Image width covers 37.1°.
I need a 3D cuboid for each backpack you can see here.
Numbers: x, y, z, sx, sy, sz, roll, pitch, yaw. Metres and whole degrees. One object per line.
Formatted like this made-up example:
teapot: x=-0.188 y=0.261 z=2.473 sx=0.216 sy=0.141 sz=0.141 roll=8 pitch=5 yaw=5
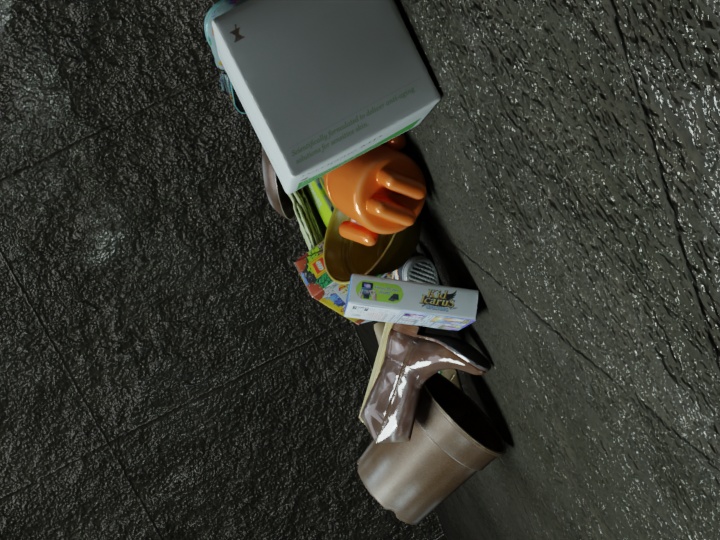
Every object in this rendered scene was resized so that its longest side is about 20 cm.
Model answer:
backpack: x=-0.199 y=-0.424 z=1.988 sx=0.154 sy=0.174 sz=0.201 roll=55 pitch=166 yaw=36

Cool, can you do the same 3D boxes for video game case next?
video game case: x=0.069 y=0.049 z=1.555 sx=0.200 sy=0.178 sz=0.046 roll=111 pitch=168 yaw=-82

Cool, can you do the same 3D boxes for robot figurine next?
robot figurine: x=0.017 y=-0.120 z=1.505 sx=0.200 sy=0.115 sz=0.146 roll=38 pitch=146 yaw=61

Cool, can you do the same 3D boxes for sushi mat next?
sushi mat: x=0.048 y=0.172 z=1.758 sx=0.095 sy=0.012 sz=0.203 roll=32 pitch=112 yaw=50

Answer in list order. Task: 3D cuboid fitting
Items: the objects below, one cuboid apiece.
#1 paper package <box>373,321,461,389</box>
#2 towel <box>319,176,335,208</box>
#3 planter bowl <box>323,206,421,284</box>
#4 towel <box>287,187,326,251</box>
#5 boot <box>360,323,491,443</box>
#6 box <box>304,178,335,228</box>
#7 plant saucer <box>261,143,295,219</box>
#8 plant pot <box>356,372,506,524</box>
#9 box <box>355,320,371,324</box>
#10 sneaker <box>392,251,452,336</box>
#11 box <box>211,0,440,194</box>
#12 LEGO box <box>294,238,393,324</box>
paper package: x=0.120 y=0.207 z=2.118 sx=0.192 sy=0.102 sz=0.201 roll=70 pitch=173 yaw=-45
towel: x=-0.061 y=-0.174 z=1.708 sx=0.087 sy=0.018 sz=0.201 roll=59 pitch=171 yaw=30
planter bowl: x=0.034 y=-0.060 z=1.631 sx=0.083 sy=0.202 sz=0.201 roll=25 pitch=-163 yaw=-32
towel: x=-0.085 y=-0.076 z=1.895 sx=0.200 sy=0.036 sz=0.150 roll=52 pitch=-164 yaw=-75
boot: x=0.097 y=0.195 z=1.673 sx=0.185 sy=0.203 sz=0.064 roll=26 pitch=-167 yaw=32
box: x=-0.031 y=-0.150 z=1.849 sx=0.202 sy=0.120 sz=0.048 roll=61 pitch=151 yaw=26
plant saucer: x=-0.141 y=-0.191 z=1.887 sx=0.200 sy=0.031 sz=0.204 roll=-1 pitch=-90 yaw=-81
plant pot: x=0.110 y=0.306 z=1.808 sx=0.199 sy=0.199 sz=0.201 roll=39 pitch=-168 yaw=-10
box: x=0.005 y=-0.016 z=2.040 sx=0.200 sy=0.103 sz=0.187 roll=-138 pitch=36 yaw=-75
sneaker: x=0.101 y=0.056 z=1.773 sx=0.079 sy=0.077 sz=0.203 roll=-137 pitch=32 yaw=-59
box: x=-0.042 y=-0.227 z=1.243 sx=0.202 sy=0.197 sz=0.171 roll=62 pitch=174 yaw=0
LEGO box: x=0.000 y=0.000 z=1.827 sx=0.078 sy=0.148 sz=0.200 roll=60 pitch=-168 yaw=26
